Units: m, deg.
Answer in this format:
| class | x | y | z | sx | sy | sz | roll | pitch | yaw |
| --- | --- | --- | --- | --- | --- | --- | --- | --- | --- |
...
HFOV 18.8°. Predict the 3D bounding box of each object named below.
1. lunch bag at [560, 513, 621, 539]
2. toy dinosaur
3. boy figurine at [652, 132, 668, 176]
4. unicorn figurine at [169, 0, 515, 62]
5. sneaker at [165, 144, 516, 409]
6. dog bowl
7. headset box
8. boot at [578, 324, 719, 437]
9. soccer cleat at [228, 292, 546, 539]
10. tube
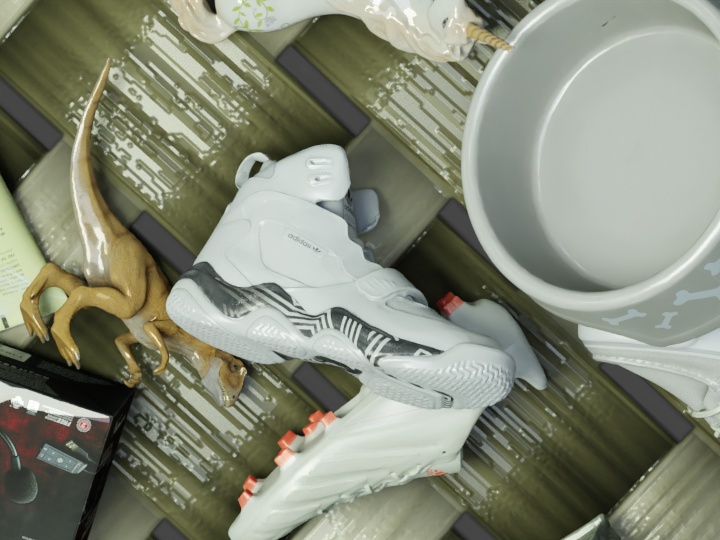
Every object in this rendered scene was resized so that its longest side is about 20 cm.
| class | x | y | z | sx | sy | sz | roll | pitch | yaw |
| --- | --- | --- | --- | --- | --- | --- | --- | --- | --- |
| lunch bag | 0.093 | 0.258 | 1.192 | 0.200 | 0.118 | 0.164 | -34 | 93 | 13 |
| toy dinosaur | -0.140 | -0.003 | 1.218 | 0.106 | 0.060 | 0.200 | -34 | 101 | -22 |
| boy figurine | 0.255 | -0.033 | 1.172 | 0.199 | 0.064 | 0.125 | 5 | 94 | 7 |
| unicorn figurine | -0.013 | -0.169 | 1.181 | 0.199 | 0.074 | 0.138 | -10 | 96 | 22 |
| sneaker | 0.000 | 0.000 | 1.161 | 0.199 | 0.075 | 0.115 | 13 | 73 | 24 |
| dog bowl | 0.139 | -0.062 | 1.127 | 0.200 | 0.059 | 0.201 | -8 | 77 | 36 |
| headset box | -0.229 | 0.141 | 1.220 | 0.148 | 0.077 | 0.201 | 19 | 100 | 1 |
| boot | 0.211 | 0.079 | 1.180 | 0.199 | 0.074 | 0.096 | 9 | 90 | 3 |
| soccer cleat | 0.014 | 0.097 | 1.205 | 0.200 | 0.069 | 0.078 | -41 | 95 | 5 |
| tube | -0.236 | -0.057 | 1.220 | 0.058 | 0.052 | 0.201 | -7 | 109 | 49 |
